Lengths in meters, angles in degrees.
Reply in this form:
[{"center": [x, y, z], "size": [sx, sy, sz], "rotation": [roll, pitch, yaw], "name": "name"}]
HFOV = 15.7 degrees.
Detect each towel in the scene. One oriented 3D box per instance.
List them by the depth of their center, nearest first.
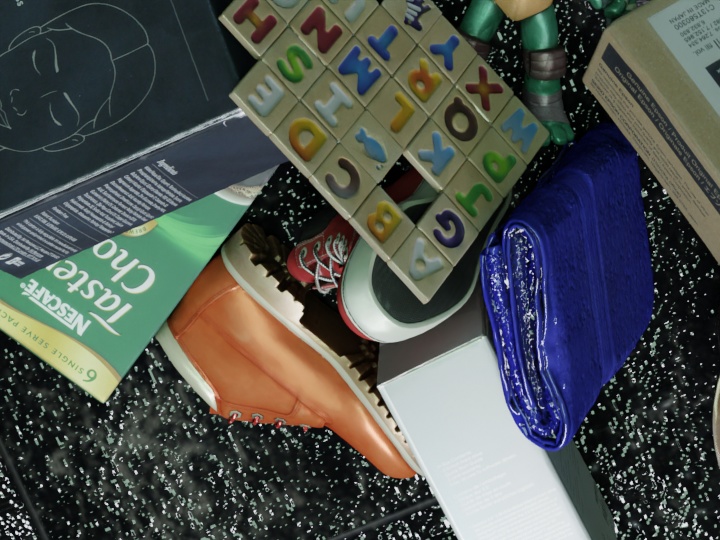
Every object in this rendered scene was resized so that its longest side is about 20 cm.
[{"center": [0.127, 0.005, 1.601], "size": [0.049, 0.200, 0.148], "rotation": [0, 111, 24], "name": "towel"}]

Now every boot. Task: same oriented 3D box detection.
[{"center": [0.000, 0.000, 1.589], "size": [0.144, 0.200, 0.073], "rotation": [-24, 106, 31], "name": "boot"}, {"center": [-0.040, 0.075, 1.691], "size": [0.200, 0.075, 0.107], "rotation": [45, 107, -4], "name": "boot"}]

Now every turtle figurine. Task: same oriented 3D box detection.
[{"center": [0.101, -0.179, 1.602], "size": [0.149, 0.101, 0.201], "rotation": [17, 121, 11], "name": "turtle figurine"}]

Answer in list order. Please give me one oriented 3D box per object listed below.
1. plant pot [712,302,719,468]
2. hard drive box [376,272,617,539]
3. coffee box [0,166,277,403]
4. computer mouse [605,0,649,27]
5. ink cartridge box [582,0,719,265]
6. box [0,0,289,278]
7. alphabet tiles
[{"center": [0.307, 0.059, 1.612], "size": [0.199, 0.198, 0.201], "rotation": [0, 106, 1], "name": "plant pot"}, {"center": [0.089, 0.117, 1.653], "size": [0.077, 0.156, 0.200], "rotation": [-25, 103, 8], "name": "hard drive box"}, {"center": [-0.152, -0.030, 1.651], "size": [0.123, 0.044, 0.200], "rotation": [38, 89, -9], "name": "coffee box"}, {"center": [0.240, -0.108, 1.658], "size": [0.200, 0.034, 0.059], "rotation": [38, 94, -2], "name": "computer mouse"}, {"center": [0.261, -0.112, 1.561], "size": [0.200, 0.075, 0.165], "rotation": [-31, 74, -20], "name": "ink cartridge box"}, {"center": [-0.169, -0.130, 1.565], "size": [0.196, 0.124, 0.201], "rotation": [-23, 74, 9], "name": "box"}, {"center": [0.010, -0.103, 1.529], "size": [0.200, 0.167, 0.008], "rotation": [47, 140, -11], "name": "alphabet tiles"}]
